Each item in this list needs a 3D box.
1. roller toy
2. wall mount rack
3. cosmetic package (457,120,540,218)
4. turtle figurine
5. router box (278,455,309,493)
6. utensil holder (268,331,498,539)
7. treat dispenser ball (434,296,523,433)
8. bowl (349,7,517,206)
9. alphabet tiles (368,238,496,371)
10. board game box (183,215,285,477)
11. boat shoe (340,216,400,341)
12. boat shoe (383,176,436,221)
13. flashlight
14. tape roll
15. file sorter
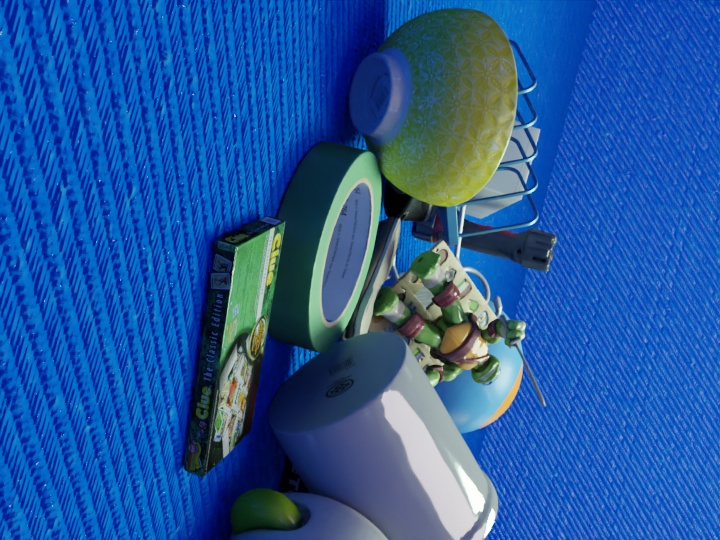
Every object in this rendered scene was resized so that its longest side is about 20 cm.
[{"bbox_3d":[-0.056,0.318,0.990,0.140,0.199,0.183,-55,169,-51],"label":"roller toy"},{"bbox_3d":[0.103,-0.009,1.384,0.199,0.074,0.175,-6,70,-37],"label":"wall mount rack"},{"bbox_3d":[0.176,-0.147,1.510,0.200,0.084,0.109,163,-56,-80],"label":"cosmetic package"},{"bbox_3d":[0.111,0.088,1.212,0.194,0.143,0.201,47,39,-22],"label":"turtle figurine"},{"bbox_3d":[-0.022,0.261,1.177,0.148,0.051,0.202,14,86,-41],"label":"router box"},{"bbox_3d":[0.022,0.188,1.063,0.201,0.169,0.170,60,35,-22],"label":"utensil holder"},{"bbox_3d":[0.130,0.129,1.495,0.201,0.199,0.203,15,90,-76],"label":"treat dispenser ball"},{"bbox_3d":[0.053,-0.169,1.054,0.107,0.200,0.202,3,105,-31],"label":"bowl"},{"bbox_3d":[0.063,0.079,1.294,0.200,0.008,0.167,-42,132,-3],"label":"alphabet tiles"},{"bbox_3d":[-0.105,0.061,0.887,0.105,0.023,0.202,-32,135,-67],"label":"board game box"},{"bbox_3d":[0.000,0.000,1.190,0.201,0.056,0.067,-68,167,-48],"label":"boat shoe"},{"bbox_3d":[0.059,-0.121,1.225,0.201,0.062,0.075,95,-22,-58],"label":"boat shoe"},{"bbox_3d":[0.177,-0.053,1.497,0.068,0.198,0.068,6,98,-77],"label":"flashlight"},{"bbox_3d":[-0.033,-0.023,1.032,0.200,0.048,0.203,14,90,-75],"label":"tape roll"},{"bbox_3d":[0.144,-0.161,1.280,0.139,0.121,0.201,-103,-177,-51],"label":"file sorter"}]
